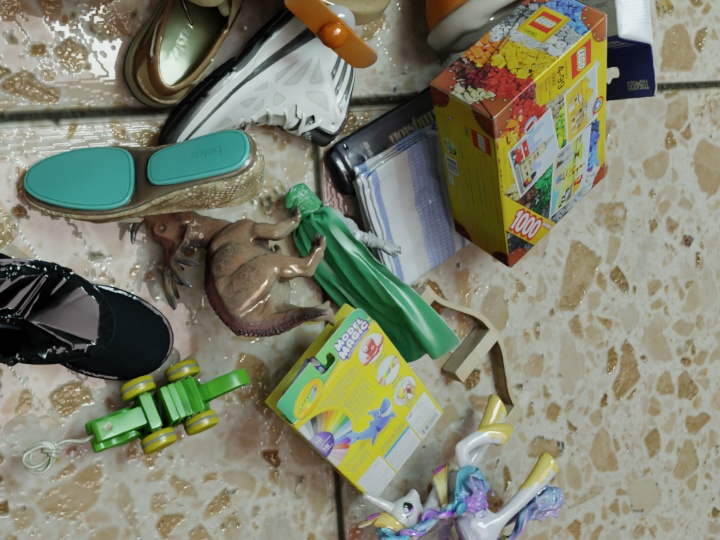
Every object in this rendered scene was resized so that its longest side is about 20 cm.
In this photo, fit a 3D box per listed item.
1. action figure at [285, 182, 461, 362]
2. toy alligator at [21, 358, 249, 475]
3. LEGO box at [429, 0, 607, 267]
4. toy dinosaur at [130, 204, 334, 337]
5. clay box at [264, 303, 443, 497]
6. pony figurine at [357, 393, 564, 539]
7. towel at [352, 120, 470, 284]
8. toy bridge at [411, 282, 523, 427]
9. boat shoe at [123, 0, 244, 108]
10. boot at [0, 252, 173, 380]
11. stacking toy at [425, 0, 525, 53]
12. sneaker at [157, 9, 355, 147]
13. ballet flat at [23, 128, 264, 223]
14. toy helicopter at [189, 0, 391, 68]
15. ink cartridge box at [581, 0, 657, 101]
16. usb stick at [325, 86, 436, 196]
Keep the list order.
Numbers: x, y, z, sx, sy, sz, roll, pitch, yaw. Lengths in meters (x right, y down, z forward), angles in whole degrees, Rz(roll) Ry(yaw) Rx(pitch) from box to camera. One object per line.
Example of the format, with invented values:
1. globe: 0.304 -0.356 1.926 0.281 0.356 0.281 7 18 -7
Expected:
1. action figure: 0.000 0.000 0.876 0.201 0.117 0.055 49 49 -15
2. toy alligator: -0.188 0.127 0.798 0.197 0.054 0.060 -20 78 -27
3. LEGO box: 0.151 -0.126 0.863 0.149 0.077 0.201 -42 145 -17
4. toy dinosaur: -0.102 0.008 0.782 0.134 0.200 0.087 -18 134 -25
5. clay box: -0.006 0.119 0.862 0.115 0.047 0.201 -49 137 -13
6. pony figurine: 0.109 0.252 0.927 0.199 0.166 0.195 -34 100 -23
7. towel: 0.085 -0.078 0.928 0.198 0.024 0.149 -32 126 -23
8. toy bridge: 0.116 0.085 0.980 0.067 0.027 0.201 -47 116 -17
9. boat shoe: -0.126 -0.227 0.783 0.075 0.074 0.203 25 83 -29
10. boot: -0.212 0.043 0.710 0.198 0.167 0.078 26 83 -29
11. stacking toy: 0.092 -0.322 0.886 0.145 0.146 0.203 -26 90 -24
12. sneaker: -0.075 -0.138 0.821 0.201 0.075 0.116 -46 113 -20
13. ballet flat: -0.169 -0.065 0.756 0.066 0.196 0.072 68 20 -60
14. toy helicopter: -0.056 -0.226 0.751 0.197 0.079 0.134 -13 74 -36
15. ink cartridge box: 0.215 -0.262 0.903 0.040 0.200 0.204 -9 99 -9
16. usb stick: 0.054 -0.139 0.918 0.199 0.032 0.056 -34 111 -22
